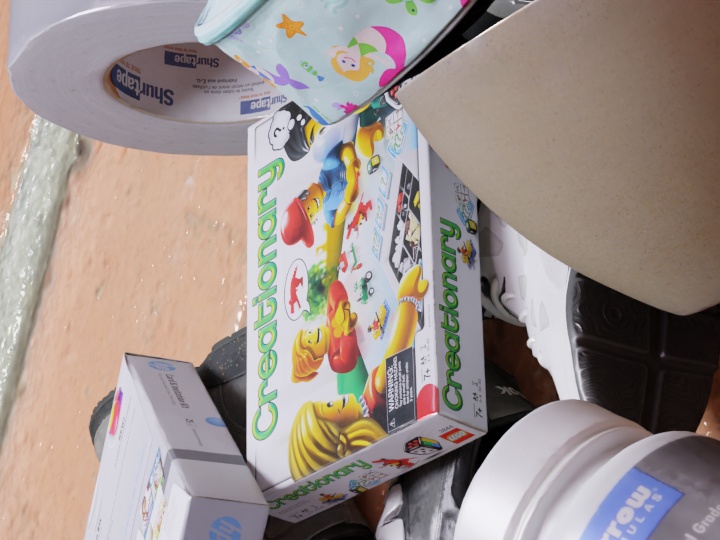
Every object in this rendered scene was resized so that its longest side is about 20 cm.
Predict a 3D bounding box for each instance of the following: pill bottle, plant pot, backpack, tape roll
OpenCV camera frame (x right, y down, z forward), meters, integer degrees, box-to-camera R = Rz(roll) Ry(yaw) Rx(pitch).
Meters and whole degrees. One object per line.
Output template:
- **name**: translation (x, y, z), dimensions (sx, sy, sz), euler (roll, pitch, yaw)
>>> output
- **pill bottle**: translation (0.136, 0.128, 0.929), dimensions (0.199, 0.113, 0.114), euler (26, 100, 40)
- **plant pot**: translation (0.132, -0.063, 0.996), dimensions (0.200, 0.200, 0.135), euler (-29, 92, 45)
- **backpack**: translation (0.008, -0.168, 1.058), dimensions (0.177, 0.150, 0.201), euler (-33, 31, 54)
- **tape roll**: translation (-0.074, -0.121, 1.256), dimensions (0.200, 0.199, 0.067), euler (-22, 62, 48)

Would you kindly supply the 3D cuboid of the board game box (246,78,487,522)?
- **board game box**: translation (0.000, 0.000, 1.150), dimensions (0.126, 0.034, 0.201), euler (-29, 51, 40)

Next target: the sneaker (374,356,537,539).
- **sneaker**: translation (0.045, 0.065, 1.152), dimensions (0.090, 0.066, 0.201), euler (-31, 52, 33)

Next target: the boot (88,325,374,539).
- **boot**: translation (-0.072, 0.113, 1.296), dimensions (0.200, 0.067, 0.132), euler (-29, 62, 47)

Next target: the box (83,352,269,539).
- **box**: translation (-0.095, 0.144, 1.193), dimensions (0.200, 0.041, 0.157), euler (-133, 54, -68)

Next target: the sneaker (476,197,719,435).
- **sneaker**: translation (0.092, 0.017, 1.109), dimensions (0.115, 0.075, 0.202), euler (-47, 36, 46)

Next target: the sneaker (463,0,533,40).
- **sneaker**: translation (0.093, -0.141, 1.165), dimensions (0.072, 0.072, 0.200), euler (56, 144, 5)
